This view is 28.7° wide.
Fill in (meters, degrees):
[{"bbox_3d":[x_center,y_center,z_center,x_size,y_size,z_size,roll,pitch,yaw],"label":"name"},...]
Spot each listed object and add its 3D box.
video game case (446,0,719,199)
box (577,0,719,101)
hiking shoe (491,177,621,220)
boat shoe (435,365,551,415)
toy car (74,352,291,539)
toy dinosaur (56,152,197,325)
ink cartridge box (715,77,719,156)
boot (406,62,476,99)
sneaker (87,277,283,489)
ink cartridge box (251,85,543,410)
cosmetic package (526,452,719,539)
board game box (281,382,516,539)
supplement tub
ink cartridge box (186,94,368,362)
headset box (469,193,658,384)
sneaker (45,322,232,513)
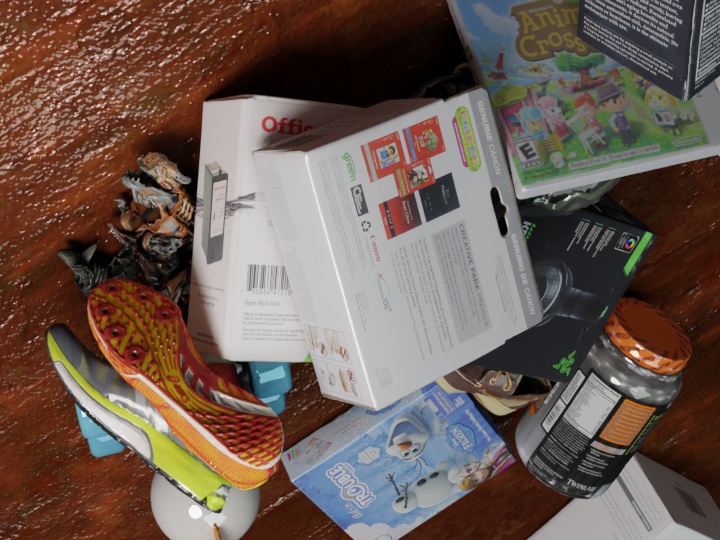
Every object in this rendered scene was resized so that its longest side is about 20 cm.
[{"bbox_3d":[0.187,-0.162,1.136,0.198,0.184,0.022,-13,163,-17],"label":"video game case"},{"bbox_3d":[0.273,-0.277,1.066,0.199,0.123,0.200,-36,145,-24],"label":"box"},{"bbox_3d":[0.131,-0.091,1.146,0.198,0.076,0.101,-22,144,7],"label":"hiking shoe"},{"bbox_3d":[0.131,0.094,1.406,0.071,0.073,0.200,-11,151,30],"label":"boat shoe"},{"bbox_3d":[-0.141,0.173,1.227,0.182,0.202,0.177,-12,165,-10],"label":"toy car"},{"bbox_3d":[-0.161,-0.004,1.163,0.135,0.102,0.201,-35,121,-16],"label":"toy dinosaur"},{"bbox_3d":[0.388,-0.149,1.289,0.199,0.126,0.129,26,115,-42],"label":"ink cartridge box"},{"bbox_3d":[0.116,-0.147,1.182,0.199,0.073,0.090,-40,143,12],"label":"boot"},{"bbox_3d":[-0.141,0.089,1.065,0.073,0.200,0.077,-33,164,-32],"label":"sneaker"},{"bbox_3d":[0.033,-0.023,1.079,0.174,0.084,0.202,-23,106,-29],"label":"ink cartridge box"},{"bbox_3d":[0.339,0.353,1.749,0.200,0.123,0.199,-45,135,18],"label":"cosmetic package"},{"bbox_3d":[0.045,0.200,1.500,0.198,0.044,0.200,-33,138,6],"label":"board game box"},{"bbox_3d":[0.259,0.135,1.494,0.121,0.123,0.201,7,127,-33],"label":"supplement tub"},{"bbox_3d":[-0.053,-0.032,1.125,0.144,0.084,0.203,4,92,-31],"label":"ink cartridge box"},{"bbox_3d":[0.156,0.002,1.307,0.199,0.093,0.175,14,112,-41],"label":"headset box"},{"bbox_3d":[-0.169,0.105,1.130,0.081,0.199,0.074,-50,180,-15],"label":"sneaker"}]
